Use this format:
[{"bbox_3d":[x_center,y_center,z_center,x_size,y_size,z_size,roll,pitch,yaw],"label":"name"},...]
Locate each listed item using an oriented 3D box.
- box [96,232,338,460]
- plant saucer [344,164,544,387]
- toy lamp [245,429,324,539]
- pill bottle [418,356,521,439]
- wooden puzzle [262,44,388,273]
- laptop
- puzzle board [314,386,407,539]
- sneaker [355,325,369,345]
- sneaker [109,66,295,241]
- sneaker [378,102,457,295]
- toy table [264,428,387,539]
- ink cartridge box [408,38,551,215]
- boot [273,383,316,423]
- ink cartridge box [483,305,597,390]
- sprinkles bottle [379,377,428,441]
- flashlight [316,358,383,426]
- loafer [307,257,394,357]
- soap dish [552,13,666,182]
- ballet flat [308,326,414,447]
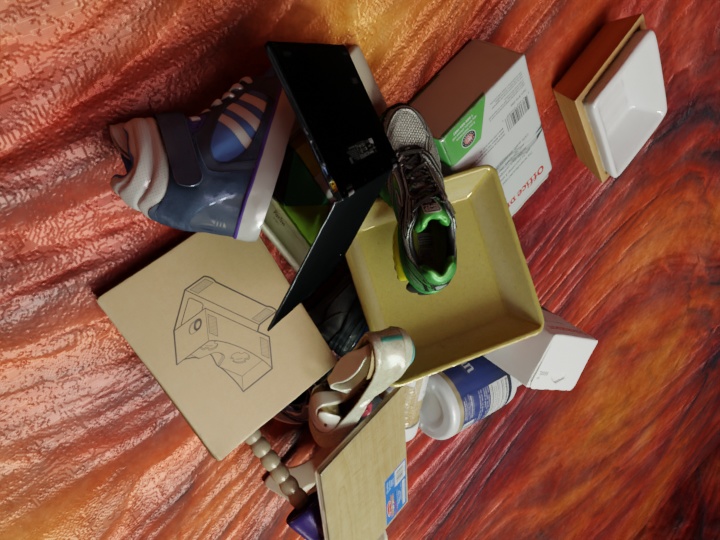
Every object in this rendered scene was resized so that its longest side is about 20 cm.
[{"bbox_3d":[-0.135,0.062,0.690,0.163,0.021,0.201,-38,107,-21],"label":"box"},{"bbox_3d":[0.086,0.004,0.779,0.199,0.048,0.202,-18,91,-13],"label":"plant saucer"},{"bbox_3d":[-0.095,0.229,0.797,0.058,0.201,0.058,-35,180,0],"label":"toy lamp"},{"bbox_3d":[0.175,0.176,1.087,0.199,0.111,0.112,-19,129,-36],"label":"pill bottle"},{"bbox_3d":[-0.031,-0.108,0.741,0.200,0.037,0.185,-47,140,-10],"label":"wooden puzzle"},{"bbox_3d":[-0.045,-0.084,0.620,0.201,0.115,0.187,65,22,-8],"label":"laptop"},{"bbox_3d":[0.005,0.248,0.790,0.151,0.017,0.201,-39,137,-41],"label":"puzzle board"},{"bbox_3d":[0.057,0.041,0.874,0.200,0.111,0.077,-46,140,-11],"label":"sneaker"},{"bbox_3d":[-0.135,-0.125,0.595,0.081,0.145,0.201,123,-20,-58],"label":"sneaker"},{"bbox_3d":[0.065,-0.077,0.712,0.077,0.085,0.202,-14,89,-14],"label":"sneaker"},{"bbox_3d":[-0.027,0.278,0.921,0.118,0.183,0.200,-60,147,-16],"label":"toy table"},{"bbox_3d":[0.147,-0.153,0.852,0.147,0.083,0.200,-46,139,-11],"label":"ink cartridge box"},{"bbox_3d":[-0.084,0.149,0.824,0.073,0.090,0.200,-46,140,-10],"label":"boot"},{"bbox_3d":[0.215,0.082,0.991,0.144,0.200,0.085,11,109,-48],"label":"ink cartridge box"},{"bbox_3d":[0.066,0.150,0.993,0.068,0.068,0.201,-14,125,-38],"label":"sprinkles bottle"},{"bbox_3d":[-0.002,0.167,0.895,0.068,0.068,0.200,-49,157,-6],"label":"flashlight"},{"bbox_3d":[0.000,0.000,0.823,0.201,0.072,0.073,-61,-179,-20],"label":"loafer"},{"bbox_3d":[0.366,-0.248,1.008,0.158,0.081,0.200,-51,140,-5],"label":"soap dish"},{"bbox_3d":[-0.019,0.123,0.729,0.062,0.068,0.200,3,137,-39],"label":"ballet flat"}]
